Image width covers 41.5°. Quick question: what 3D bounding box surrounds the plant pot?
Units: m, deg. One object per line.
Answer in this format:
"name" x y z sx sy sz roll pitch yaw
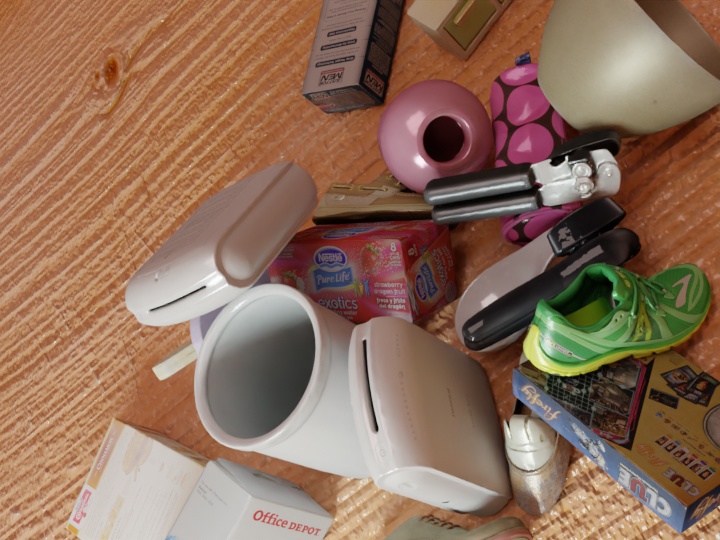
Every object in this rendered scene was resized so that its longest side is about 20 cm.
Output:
"plant pot" 0.256 -0.209 0.948 0.134 0.200 0.201 -45 47 32

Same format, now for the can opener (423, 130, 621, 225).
"can opener" 0.163 -0.087 0.950 0.199 0.053 0.067 -11 33 22

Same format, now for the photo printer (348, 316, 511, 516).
"photo printer" 0.063 0.140 0.918 0.069 0.200 0.167 -26 55 26

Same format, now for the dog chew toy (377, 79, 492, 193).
"dog chew toy" 0.074 -0.154 1.083 0.125 0.124 0.200 -56 14 3

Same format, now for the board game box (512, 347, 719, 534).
"board game box" 0.250 0.124 0.836 0.135 0.035 0.200 -24 42 -25

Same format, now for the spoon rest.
"spoon rest" 0.176 0.008 0.981 0.200 0.061 0.100 -38 39 16

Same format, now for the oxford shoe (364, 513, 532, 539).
"oxford shoe" 0.074 0.270 0.937 0.200 0.071 0.074 -27 52 26

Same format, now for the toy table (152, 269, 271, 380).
"toy table" -0.157 0.064 1.160 0.117 0.200 0.184 -25 89 40

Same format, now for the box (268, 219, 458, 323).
"box" 0.000 0.000 1.080 0.199 0.100 0.096 0 105 39

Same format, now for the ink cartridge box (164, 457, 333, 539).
"ink cartridge box" -0.141 0.321 1.031 0.085 0.144 0.200 26 87 42

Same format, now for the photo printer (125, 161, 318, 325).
"photo printer" -0.151 -0.023 1.014 0.166 0.070 0.200 -21 24 38

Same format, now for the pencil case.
"pencil case" 0.190 -0.127 1.023 0.093 0.091 0.201 -12 65 23

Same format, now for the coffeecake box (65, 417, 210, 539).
"coffeecake box" -0.260 0.291 1.188 0.200 0.073 0.154 16 80 41

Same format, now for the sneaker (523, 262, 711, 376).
"sneaker" 0.240 0.033 0.858 0.199 0.084 0.074 -19 40 -21

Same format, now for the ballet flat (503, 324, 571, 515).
"ballet flat" 0.170 0.133 0.926 0.068 0.067 0.201 -3 68 38

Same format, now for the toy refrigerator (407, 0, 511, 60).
"toy refrigerator" 0.156 -0.365 1.166 0.200 0.076 0.070 -51 48 7

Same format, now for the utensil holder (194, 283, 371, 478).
"utensil holder" -0.049 0.127 1.013 0.170 0.200 0.171 -17 60 31

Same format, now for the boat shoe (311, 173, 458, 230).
"boat shoe" 0.030 -0.082 1.133 0.199 0.074 0.067 2 67 34

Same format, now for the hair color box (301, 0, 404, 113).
"hair color box" -0.006 -0.317 1.280 0.100 0.060 0.201 -1 69 38

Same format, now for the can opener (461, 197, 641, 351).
"can opener" 0.183 0.015 0.917 0.200 0.063 0.079 -37 58 1
